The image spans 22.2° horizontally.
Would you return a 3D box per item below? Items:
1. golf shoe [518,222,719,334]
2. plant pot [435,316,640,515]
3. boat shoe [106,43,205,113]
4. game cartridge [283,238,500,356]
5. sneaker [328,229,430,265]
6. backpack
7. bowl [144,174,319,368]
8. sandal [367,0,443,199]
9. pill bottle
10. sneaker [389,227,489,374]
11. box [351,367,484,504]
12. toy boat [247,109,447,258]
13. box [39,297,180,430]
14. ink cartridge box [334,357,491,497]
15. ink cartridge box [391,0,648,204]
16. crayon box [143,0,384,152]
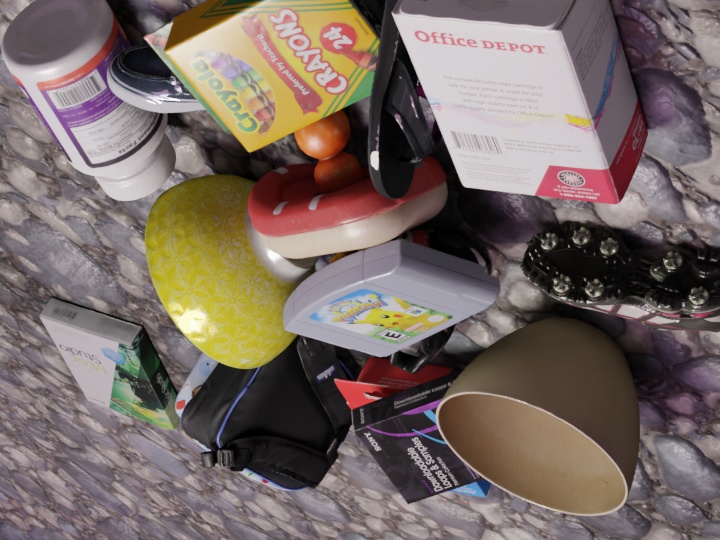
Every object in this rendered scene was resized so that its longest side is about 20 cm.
[{"bbox_3d":[0.236,0.019,1.632,0.199,0.078,0.088,14,156,28],"label":"golf shoe"},{"bbox_3d":[0.191,0.125,1.782,0.199,0.135,0.201,23,152,13],"label":"plant pot"},{"bbox_3d":[-0.134,-0.191,1.632,0.198,0.071,0.091,7,143,10],"label":"boat shoe"},{"bbox_3d":[0.019,0.028,1.702,0.133,0.041,0.200,20,151,-27],"label":"game cartridge"},{"bbox_3d":[0.000,0.000,1.788,0.081,0.079,0.200,6,161,-18],"label":"sneaker"},{"bbox_3d":[-0.098,0.150,2.051,0.154,0.201,0.190,27,168,49],"label":"backpack"},{"bbox_3d":[-0.104,-0.017,1.800,0.107,0.201,0.200,-29,120,33],"label":"bowl"},{"bbox_3d":[0.042,-0.144,1.473,0.048,0.075,0.202,19,122,24],"label":"sandal"},{"bbox_3d":[-0.251,-0.162,1.754,0.111,0.112,0.201,11,147,31],"label":"pill bottle"},{"bbox_3d":[0.071,0.039,1.803,0.075,0.088,0.201,25,151,9],"label":"sneaker"},{"bbox_3d":[0.108,0.168,1.935,0.199,0.036,0.143,-20,132,17],"label":"box"},{"bbox_3d":[-0.023,-0.090,1.678,0.199,0.130,0.132,-8,104,49],"label":"toy boat"},{"bbox_3d":[-0.317,0.122,2.364,0.143,0.037,0.201,16,150,25],"label":"box"},{"bbox_3d":[0.066,0.162,2.031,0.115,0.068,0.200,5,144,36],"label":"ink cartridge box"},{"bbox_3d":[0.130,-0.152,1.439,0.146,0.086,0.201,10,145,29],"label":"ink cartridge box"},{"bbox_3d":[-0.072,-0.180,1.538,0.199,0.051,0.127,-24,126,27],"label":"crayon box"}]
